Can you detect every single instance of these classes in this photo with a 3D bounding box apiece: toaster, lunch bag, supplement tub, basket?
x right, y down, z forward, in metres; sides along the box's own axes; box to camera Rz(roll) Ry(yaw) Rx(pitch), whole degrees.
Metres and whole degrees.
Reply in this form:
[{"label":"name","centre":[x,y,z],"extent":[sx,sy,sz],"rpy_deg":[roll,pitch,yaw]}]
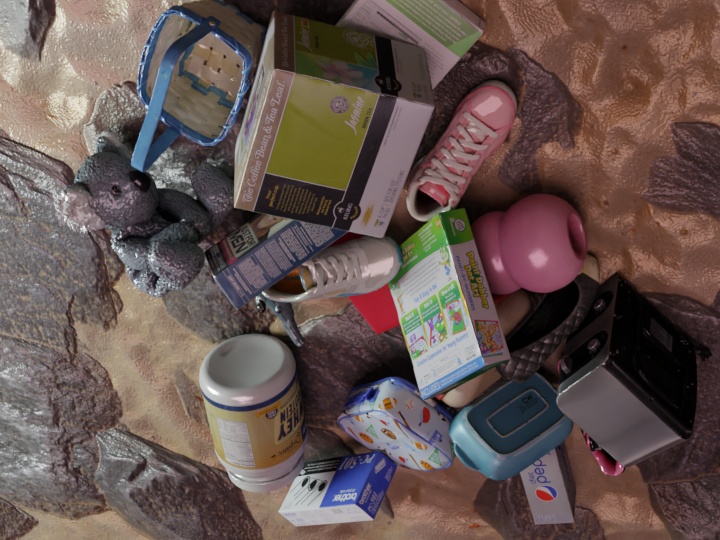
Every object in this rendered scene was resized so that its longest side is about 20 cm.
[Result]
[{"label":"toaster","centre":[0.358,0.137,1.710],"extent":[0.199,0.182,0.118],"rpy_deg":[40,129,-17]},{"label":"lunch bag","centre":[0.057,0.218,1.858],"extent":[0.160,0.076,0.200],"rpy_deg":[37,156,-12]},{"label":"supplement tub","centre":[-0.154,0.212,1.905],"extent":[0.142,0.145,0.202],"rpy_deg":[1,126,12]},{"label":"basket","centre":[-0.206,-0.227,1.559],"extent":[0.138,0.201,0.177],"rpy_deg":[28,127,0]}]

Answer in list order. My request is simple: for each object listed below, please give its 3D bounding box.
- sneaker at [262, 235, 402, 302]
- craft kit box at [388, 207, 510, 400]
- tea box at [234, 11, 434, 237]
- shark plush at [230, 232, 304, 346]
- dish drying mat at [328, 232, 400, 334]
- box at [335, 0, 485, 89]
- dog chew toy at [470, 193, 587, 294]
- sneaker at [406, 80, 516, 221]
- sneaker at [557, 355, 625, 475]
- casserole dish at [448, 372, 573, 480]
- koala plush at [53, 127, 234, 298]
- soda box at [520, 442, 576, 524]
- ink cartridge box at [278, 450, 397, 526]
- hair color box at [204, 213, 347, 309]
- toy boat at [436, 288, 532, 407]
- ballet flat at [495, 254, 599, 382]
[{"label":"sneaker","centre":[-0.039,0.005,1.711],"extent":[0.197,0.081,0.078],"rpy_deg":[-14,93,19]},{"label":"craft kit box","centre":[0.105,0.047,1.663],"extent":[0.048,0.200,0.200],"rpy_deg":[-14,169,-25]},{"label":"tea box","centre":[-0.037,-0.171,1.538],"extent":[0.194,0.135,0.202],"rpy_deg":[11,129,-14]},{"label":"shark plush","centre":[-0.140,0.026,1.804],"extent":[0.089,0.084,0.202],"rpy_deg":[-5,124,17]},{"label":"dish drying mat","centre":[0.000,0.000,1.794],"extent":[0.076,0.018,0.201],"rpy_deg":[-23,116,26]},{"label":"box","centre":[0.038,-0.270,1.578],"extent":[0.143,0.037,0.200],"rpy_deg":[35,127,-13]},{"label":"dog chew toy","centre":[0.190,-0.026,1.671],"extent":[0.198,0.125,0.125],"rpy_deg":[-12,123,31]},{"label":"sneaker","centre":[0.123,-0.139,1.610],"extent":[0.075,0.105,0.201],"rpy_deg":[34,125,-10]},{"label":"sneaker","centre":[0.333,0.206,1.817],"extent":[0.078,0.096,0.201],"rpy_deg":[-17,119,26]},{"label":"casserole dish","centre":[0.213,0.206,1.785],"extent":[0.121,0.198,0.039],"rpy_deg":[46,145,24]},{"label":"koala plush","centre":[-0.300,-0.080,1.716],"extent":[0.199,0.179,0.183],"rpy_deg":[37,145,-19]},{"label":"soda box","centre":[0.268,0.279,1.901],"extent":[0.062,0.069,0.202],"rpy_deg":[-7,124,18]},{"label":"ink cartridge box","centre":[-0.036,0.331,1.952],"extent":[0.044,0.095,0.199],"rpy_deg":[42,146,-23]},{"label":"hair color box","centre":[-0.103,-0.044,1.683],"extent":[0.199,0.100,0.061],"rpy_deg":[-35,115,-1]},{"label":"toy boat","centre":[0.142,0.088,1.777],"extent":[0.130,0.130,0.202],"rpy_deg":[38,131,23]},{"label":"ballet flat","centre":[0.248,0.060,1.692],"extent":[0.066,0.201,0.057],"rpy_deg":[29,170,47]}]
